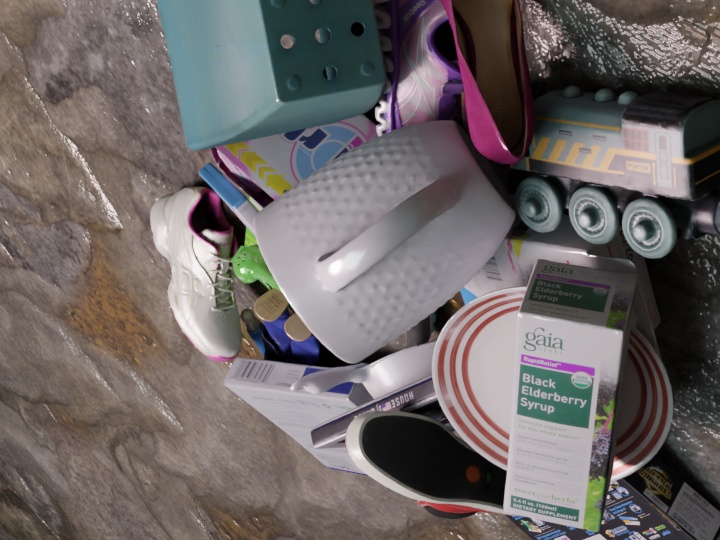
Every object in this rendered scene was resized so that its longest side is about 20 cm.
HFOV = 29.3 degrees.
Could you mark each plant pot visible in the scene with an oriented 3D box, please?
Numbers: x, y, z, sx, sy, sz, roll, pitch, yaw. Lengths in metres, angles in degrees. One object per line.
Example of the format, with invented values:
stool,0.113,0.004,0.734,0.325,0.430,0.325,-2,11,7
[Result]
plant pot,-0.061,-0.179,1.100,0.200,0.141,0.141,-169,67,-68

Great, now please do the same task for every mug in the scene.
mug,0.023,-0.030,1.069,0.148,0.175,0.200,56,-168,-1

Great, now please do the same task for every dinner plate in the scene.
dinner plate,0.156,0.093,1.125,0.200,0.024,0.200,12,127,16

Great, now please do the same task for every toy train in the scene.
toy train,0.191,-0.082,1.033,0.200,0.085,0.114,16,120,45

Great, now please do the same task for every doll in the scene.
doll,-0.081,0.085,1.527,0.136,0.048,0.200,33,157,15

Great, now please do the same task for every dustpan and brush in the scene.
dustpan and brush,0.026,0.097,1.304,0.057,0.200,0.140,64,149,9

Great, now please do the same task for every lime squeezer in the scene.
lime squeezer,-0.092,-0.002,1.342,0.071,0.038,0.200,16,-177,-11

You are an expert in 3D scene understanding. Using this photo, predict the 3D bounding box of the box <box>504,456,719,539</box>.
box,0.206,0.206,1.289,0.198,0.050,0.200,42,148,-2

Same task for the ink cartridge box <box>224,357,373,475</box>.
ink cartridge box,-0.020,0.167,1.518,0.200,0.041,0.200,3,148,43

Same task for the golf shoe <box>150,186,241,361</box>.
golf shoe,-0.169,0.001,1.519,0.092,0.075,0.200,-24,85,44

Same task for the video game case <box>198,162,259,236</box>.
video game case,-0.072,-0.012,1.312,0.200,0.018,0.143,50,176,-25

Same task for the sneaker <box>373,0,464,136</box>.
sneaker,0.063,-0.156,1.117,0.088,0.080,0.200,16,133,31

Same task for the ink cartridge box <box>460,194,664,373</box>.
ink cartridge box,0.173,0.007,1.143,0.200,0.068,0.115,12,132,45

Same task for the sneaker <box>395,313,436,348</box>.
sneaker,0.000,0.000,1.326,0.078,0.091,0.200,-5,118,53

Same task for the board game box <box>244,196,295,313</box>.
board game box,-0.079,-0.023,1.435,0.096,0.030,0.200,43,154,13

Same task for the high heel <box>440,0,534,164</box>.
high heel,0.100,-0.180,1.010,0.096,0.067,0.200,-129,27,-68

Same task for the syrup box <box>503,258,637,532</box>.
syrup box,0.160,0.097,1.059,0.079,0.081,0.200,9,126,14

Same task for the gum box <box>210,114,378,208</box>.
gum box,-0.026,-0.083,1.243,0.200,0.114,0.066,41,168,15

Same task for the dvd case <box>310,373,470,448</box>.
dvd case,0.072,0.128,1.284,0.200,0.150,0.025,-28,67,43

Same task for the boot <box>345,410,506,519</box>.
boot,0.051,0.186,1.265,0.200,0.072,0.144,22,158,-25
